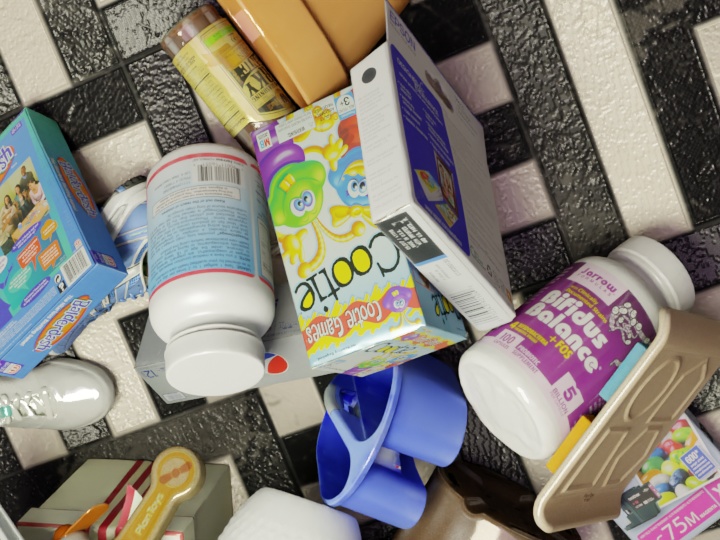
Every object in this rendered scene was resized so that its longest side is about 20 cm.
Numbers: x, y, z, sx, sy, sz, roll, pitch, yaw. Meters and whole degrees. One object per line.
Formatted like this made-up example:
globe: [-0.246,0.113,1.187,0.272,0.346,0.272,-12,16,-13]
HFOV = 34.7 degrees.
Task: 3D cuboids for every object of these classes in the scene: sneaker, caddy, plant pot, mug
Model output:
sneaker: [-0.345,0.133,1.139,0.197,0.089,0.076,-1,102,10]
sneaker: [-0.242,0.009,1.098,0.077,0.076,0.201,39,108,4]
caddy: [0.014,0.134,1.026,0.104,0.200,0.142,25,104,-13]
plant pot: [0.093,0.296,1.057,0.199,0.200,0.200,26,98,3]
mug: [-0.070,0.291,1.014,0.146,0.200,0.177,17,77,6]
plant pot: [-0.045,-0.248,0.955,0.140,0.200,0.201,-38,94,0]

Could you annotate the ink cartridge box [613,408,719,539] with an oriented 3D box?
ink cartridge box: [0.253,0.162,1.068,0.119,0.042,0.200,-41,92,16]

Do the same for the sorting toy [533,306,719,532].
sorting toy: [0.226,0.122,0.962,0.036,0.184,0.201,36,104,30]

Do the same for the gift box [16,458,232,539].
gift box: [-0.227,0.277,1.101,0.182,0.187,0.202,-4,103,10]

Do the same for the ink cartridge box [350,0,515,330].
ink cartridge box: [0.059,-0.081,0.926,0.043,0.198,0.202,-19,55,22]

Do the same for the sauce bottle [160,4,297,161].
sauce bottle: [-0.096,-0.146,1.045,0.065,0.065,0.200,-38,96,16]

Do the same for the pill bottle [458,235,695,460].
pill bottle: [0.188,0.059,0.980,0.199,0.112,0.113,-37,96,-21]

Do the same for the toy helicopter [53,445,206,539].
toy helicopter: [-0.204,0.237,0.988,0.131,0.079,0.201,27,79,19]

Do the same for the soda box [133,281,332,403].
soda box: [-0.106,0.065,1.064,0.198,0.069,0.064,-13,135,23]

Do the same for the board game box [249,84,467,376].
board game box: [-0.002,-0.028,0.936,0.102,0.105,0.202,-21,74,19]

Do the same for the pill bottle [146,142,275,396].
pill bottle: [-0.130,0.000,0.996,0.108,0.109,0.202,-15,59,13]

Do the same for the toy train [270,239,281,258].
toy train: [0.000,0.000,1.061,0.198,0.085,0.116,-16,117,20]

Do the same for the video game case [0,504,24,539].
video game case: [-0.309,0.281,1.006,0.199,0.017,0.145,32,123,48]

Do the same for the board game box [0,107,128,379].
board game box: [-0.311,-0.027,1.066,0.152,0.045,0.201,-41,60,17]
